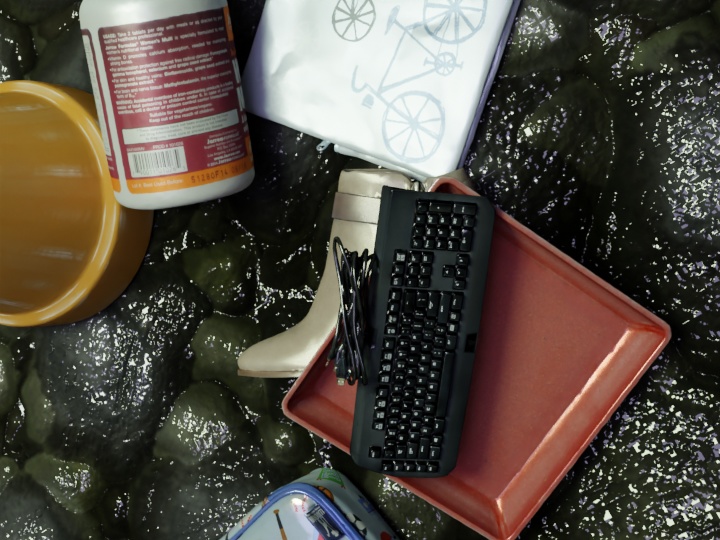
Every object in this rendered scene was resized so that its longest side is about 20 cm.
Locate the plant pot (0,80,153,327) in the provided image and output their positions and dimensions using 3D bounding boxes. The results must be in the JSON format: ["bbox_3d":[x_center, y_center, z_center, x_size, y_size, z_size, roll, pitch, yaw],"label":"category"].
[{"bbox_3d":[-0.292,-0.052,0.897,0.198,0.183,0.202,1,92,20],"label":"plant pot"}]

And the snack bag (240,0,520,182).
[{"bbox_3d":[0.010,-0.177,0.867,0.199,0.021,0.190,20,98,18],"label":"snack bag"}]

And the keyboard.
[{"bbox_3d":[0.028,0.048,0.759,0.103,0.040,0.202,5,106,-5],"label":"keyboard"}]

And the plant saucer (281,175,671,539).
[{"bbox_3d":[0.078,0.063,0.805,0.199,0.037,0.200,32,103,-13],"label":"plant saucer"}]

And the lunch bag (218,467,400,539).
[{"bbox_3d":[-0.045,0.257,0.874,0.200,0.075,0.161,-43,80,17],"label":"lunch bag"}]

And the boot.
[{"bbox_3d":[0.000,0.000,0.845,0.198,0.070,0.148,-5,97,7],"label":"boot"}]

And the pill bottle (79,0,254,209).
[{"bbox_3d":[-0.145,-0.154,0.856,0.109,0.110,0.202,-2,106,20],"label":"pill bottle"}]
